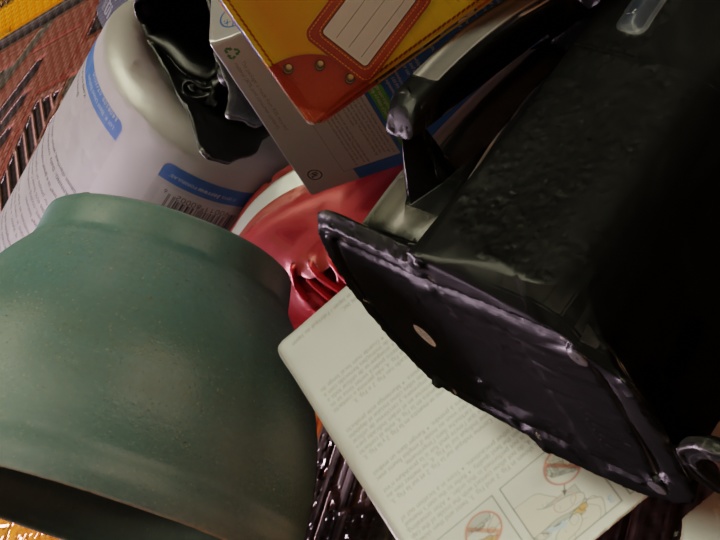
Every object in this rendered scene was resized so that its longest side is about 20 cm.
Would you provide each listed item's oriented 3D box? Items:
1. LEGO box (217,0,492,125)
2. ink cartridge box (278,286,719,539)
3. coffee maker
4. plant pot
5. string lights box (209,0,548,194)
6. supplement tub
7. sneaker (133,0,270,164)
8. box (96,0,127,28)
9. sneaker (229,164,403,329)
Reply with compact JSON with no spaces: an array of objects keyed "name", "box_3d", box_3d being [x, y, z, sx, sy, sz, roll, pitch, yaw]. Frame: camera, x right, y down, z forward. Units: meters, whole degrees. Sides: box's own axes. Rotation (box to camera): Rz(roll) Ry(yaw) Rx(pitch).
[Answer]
[{"name":"LEGO box","box_3d":[0.034,-0.146,0.592,0.200,0.077,0.149,-36,15,0]},{"name":"ink cartridge box","box_3d":[0.074,0.049,0.650,0.162,0.057,0.200,-40,51,6]},{"name":"coffee maker","box_3d":[0.118,-0.033,0.572,0.192,0.135,0.200,33,74,21]},{"name":"plant pot","box_3d":[-0.104,0.049,0.765,0.200,0.200,0.135,-8,60,55]},{"name":"string lights box","box_3d":[0.047,-0.111,0.725,0.199,0.103,0.059,-17,47,16]},{"name":"supplement tub","box_3d":[-0.115,-0.037,0.917,0.200,0.131,0.132,-51,27,36]},{"name":"sneaker","box_3d":[-0.068,-0.141,0.845,0.060,0.104,0.201,-43,61,38]},{"name":"box","box_3d":[-0.077,-0.172,0.985,0.200,0.051,0.158,-58,47,37]},{"name":"sneaker","box_3d":[0.000,0.000,0.794,0.200,0.078,0.116,-41,31,30]}]
